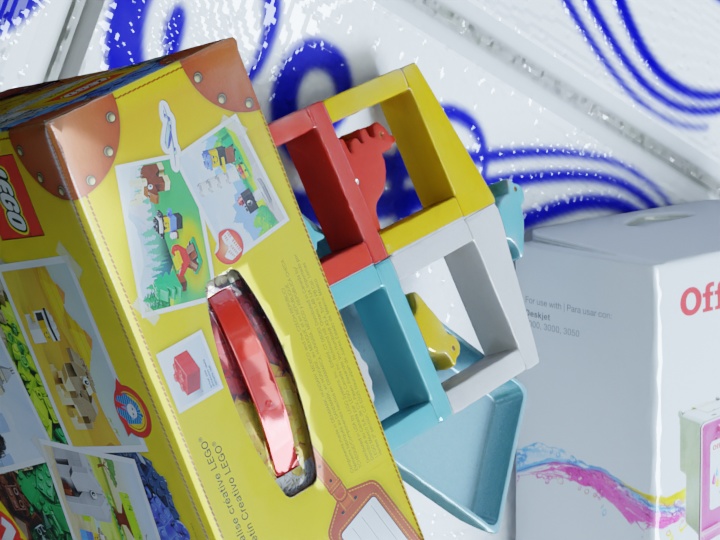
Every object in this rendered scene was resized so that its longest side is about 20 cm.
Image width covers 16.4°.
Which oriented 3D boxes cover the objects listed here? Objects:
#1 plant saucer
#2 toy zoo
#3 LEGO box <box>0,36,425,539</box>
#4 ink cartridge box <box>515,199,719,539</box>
[{"bbox_3d":[-0.011,0.027,0.960,0.200,0.019,0.070,38,51,-32],"label":"plant saucer"},{"bbox_3d":[0.000,0.000,0.953,0.200,0.020,0.132,-28,96,-48],"label":"toy zoo"},{"bbox_3d":[-0.072,0.037,0.816,0.077,0.149,0.201,-29,104,-34],"label":"LEGO box"},{"bbox_3d":[0.144,0.077,1.106,0.144,0.084,0.201,-11,104,-42],"label":"ink cartridge box"}]
